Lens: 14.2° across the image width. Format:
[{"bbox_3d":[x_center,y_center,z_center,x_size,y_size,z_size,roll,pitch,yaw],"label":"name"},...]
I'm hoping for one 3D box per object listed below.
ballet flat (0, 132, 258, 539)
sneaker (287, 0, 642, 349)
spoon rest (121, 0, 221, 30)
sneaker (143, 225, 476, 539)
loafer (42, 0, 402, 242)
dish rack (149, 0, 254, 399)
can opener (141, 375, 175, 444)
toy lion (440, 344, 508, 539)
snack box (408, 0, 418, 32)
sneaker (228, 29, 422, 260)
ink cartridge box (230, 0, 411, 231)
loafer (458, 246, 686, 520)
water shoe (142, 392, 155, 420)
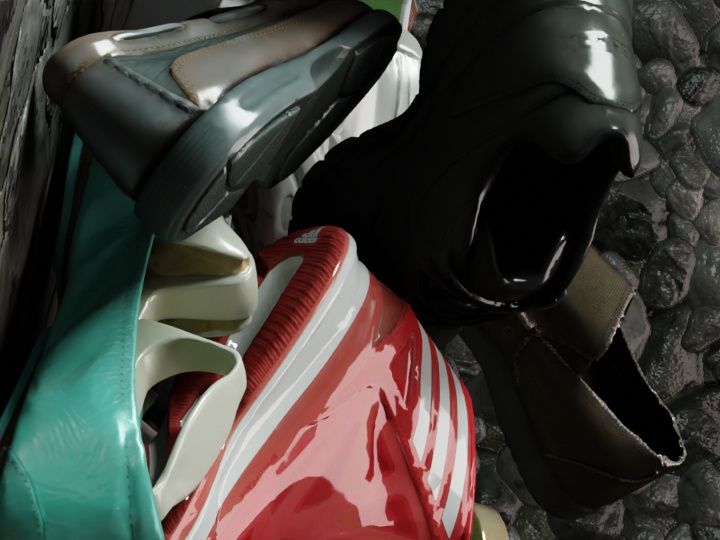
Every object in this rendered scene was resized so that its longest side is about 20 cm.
[{"bbox_3d":[-0.067,0.020,0.886,0.068,0.070,0.201,95,3,-46],"label":"ballet flat"},{"bbox_3d":[0.032,-0.014,0.959,0.200,0.076,0.091,121,-32,-46],"label":"sneaker"},{"bbox_3d":[-0.037,-0.131,1.009,0.061,0.099,0.201,100,10,-54],"label":"spoon rest"},{"bbox_3d":[-0.028,0.096,0.917,0.200,0.115,0.078,-54,-154,-14],"label":"sneaker"},{"bbox_3d":[-0.039,-0.063,0.901,0.072,0.063,0.200,-52,177,18],"label":"loafer"},{"bbox_3d":[-0.072,-0.030,1.187,0.200,0.043,0.173,-80,178,-70],"label":"dish rack"},{"bbox_3d":[-0.022,0.085,1.007,0.067,0.200,0.053,-50,159,-7],"label":"can opener"},{"bbox_3d":[-0.017,0.062,1.240,0.191,0.068,0.201,-28,-125,51],"label":"toy lion"},{"bbox_3d":[-0.007,-0.128,1.277,0.200,0.024,0.072,69,42,-69],"label":"snack box"},{"bbox_3d":[0.000,0.000,1.073,0.078,0.099,0.201,-126,-152,-49],"label":"sneaker"},{"bbox_3d":[-0.015,-0.073,1.149,0.104,0.059,0.201,-82,180,-48],"label":"ink cartridge box"},{"bbox_3d":[0.076,0.006,1.148,0.201,0.071,0.073,62,34,-25],"label":"loafer"},{"bbox_3d":[-0.082,0.143,1.066,0.072,0.078,0.201,100,-1,-73],"label":"water shoe"}]
